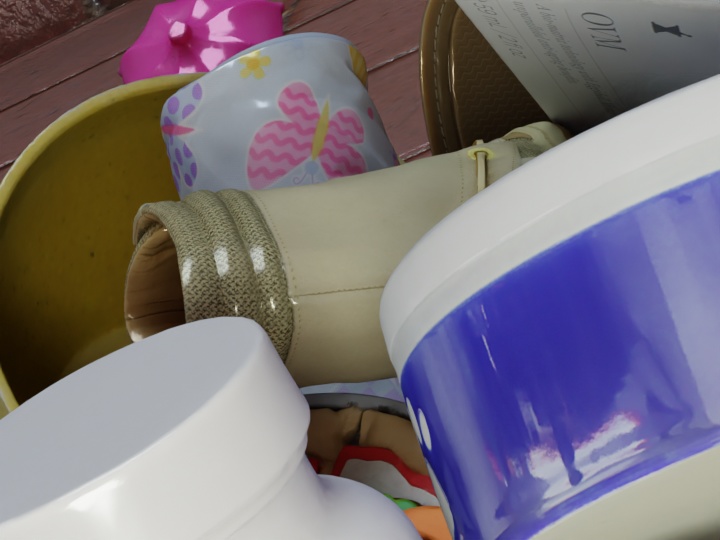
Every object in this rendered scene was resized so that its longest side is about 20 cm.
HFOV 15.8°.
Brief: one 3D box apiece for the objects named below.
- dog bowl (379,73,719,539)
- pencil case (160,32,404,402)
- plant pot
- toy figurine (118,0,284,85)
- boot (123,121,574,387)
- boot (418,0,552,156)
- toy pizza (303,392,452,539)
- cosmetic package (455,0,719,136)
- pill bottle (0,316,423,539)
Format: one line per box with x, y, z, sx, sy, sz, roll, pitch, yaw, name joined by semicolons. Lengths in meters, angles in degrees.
0.110;0.017;0.651;0.199;0.079;0.200;-16;-18;-5;dog bowl
-0.004;0.011;0.962;0.090;0.201;0.083;-13;-20;-30;pencil case
-0.068;0.041;1.057;0.200;0.200;0.142;-35;-10;-28;plant pot
-0.051;-0.060;1.329;0.149;0.185;0.200;-27;14;0;toy figurine
0.000;0.000;0.827;0.154;0.073;0.200;-9;6;-10;boot
0.058;-0.042;1.027;0.073;0.201;0.155;-24;22;-4;boot
-0.032;0.123;0.743;0.199;0.032;0.201;-14;56;22;toy pizza
0.148;-0.102;0.781;0.199;0.124;0.199;8;-8;18;cosmetic package
-0.019;0.121;0.607;0.115;0.201;0.116;-26;15;7;pill bottle
